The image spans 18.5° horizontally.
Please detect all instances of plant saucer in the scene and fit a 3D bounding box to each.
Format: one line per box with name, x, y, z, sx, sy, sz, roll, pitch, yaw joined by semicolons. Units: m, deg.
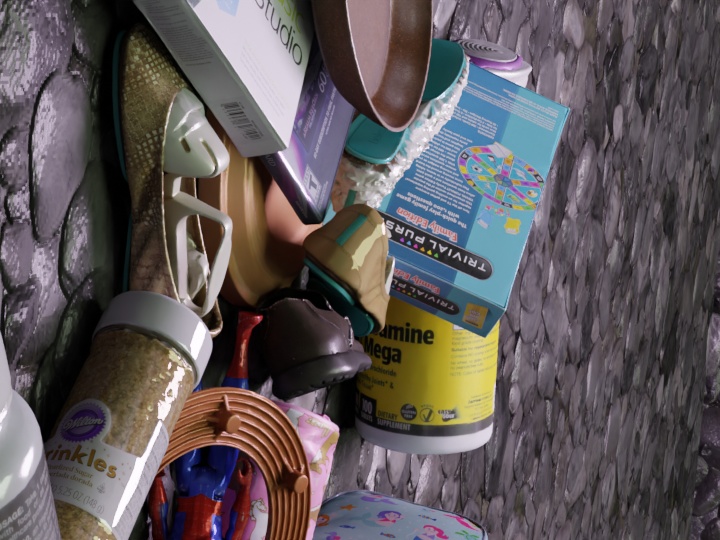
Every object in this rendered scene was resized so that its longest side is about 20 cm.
plant saucer;-0.057;-0.075;1.496;0.200;0.032;0.202;8;90;-72
plant saucer;0.005;-0.190;1.421;0.200;0.034;0.203;-1;90;-72

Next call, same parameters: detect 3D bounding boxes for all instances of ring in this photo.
ring;-0.099;0.170;1.348;0.199;0.019;0.202;-22;122;-40

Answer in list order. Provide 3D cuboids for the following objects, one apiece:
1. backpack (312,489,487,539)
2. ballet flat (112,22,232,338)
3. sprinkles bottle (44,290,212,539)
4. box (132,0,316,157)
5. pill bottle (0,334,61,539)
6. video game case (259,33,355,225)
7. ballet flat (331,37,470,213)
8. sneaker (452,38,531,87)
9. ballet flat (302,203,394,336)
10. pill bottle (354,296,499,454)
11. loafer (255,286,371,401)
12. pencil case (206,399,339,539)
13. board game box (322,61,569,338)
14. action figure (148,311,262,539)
backpack;0.020;0.248;1.623;0.200;0.176;0.152;-17;118;-74
ballet flat;-0.106;-0.047;1.302;0.071;0.065;0.202;-54;147;-59
sprinkles bottle;-0.146;0.107;1.236;0.069;0.068;0.201;76;28;-48
box;-0.070;-0.191;1.327;0.145;0.036;0.201;55;35;-45
pill bottle;-0.196;0.118;1.018;0.114;0.113;0.202;-58;150;-51
video game case;-0.054;-0.147;1.420;0.200;0.019;0.144;58;37;-45
ballet flat;0.021;-0.101;1.592;0.200;0.071;0.072;-53;145;-51
sneaker;0.084;-0.133;1.865;0.200;0.074;0.100;-43;151;-57
ballet flat;0.000;0.000;1.527;0.063;0.068;0.200;-51;174;-8
pill bottle;0.054;0.035;1.744;0.112;0.111;0.202;-29;123;-68
loafer;-0.034;0.043;1.497;0.200;0.072;0.072;151;-79;-86
pencil case;-0.071;0.183;1.471;0.087;0.082;0.202;46;52;-66
board game box;0.059;-0.068;1.659;0.047;0.150;0.201;121;-8;-55
action figure;-0.100;0.126;1.393;0.052;0.065;0.202;-159;-106;-83
